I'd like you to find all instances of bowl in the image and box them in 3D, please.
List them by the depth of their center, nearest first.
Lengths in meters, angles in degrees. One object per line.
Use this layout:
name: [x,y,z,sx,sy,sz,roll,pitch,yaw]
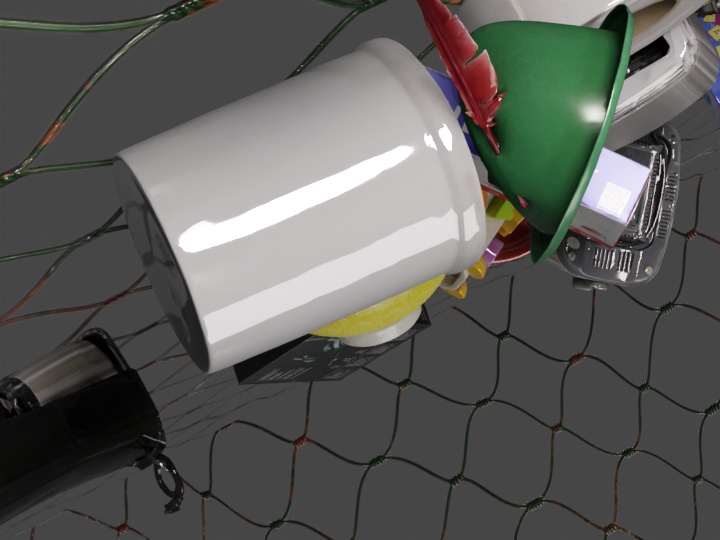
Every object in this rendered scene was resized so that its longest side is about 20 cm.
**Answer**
bowl: [0.000,0.000,1.245,0.199,0.108,0.200,-16,-152,9]

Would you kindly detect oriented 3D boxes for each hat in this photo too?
hat: [0.064,-0.121,0.918,0.166,0.175,0.200,-78,-174,-57]

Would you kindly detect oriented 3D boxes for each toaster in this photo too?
toaster: [0.217,-0.174,1.222,0.200,0.114,0.129,-29,170,18]
toaster: [0.245,-0.080,1.448,0.113,0.201,0.129,10,179,-6]

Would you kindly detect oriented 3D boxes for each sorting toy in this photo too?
sorting toy: [0.127,-0.077,1.437,0.180,0.107,0.200,-46,177,-13]

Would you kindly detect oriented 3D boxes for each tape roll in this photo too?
tape roll: [0.169,-0.198,1.051,0.202,0.071,0.202,-27,173,-4]

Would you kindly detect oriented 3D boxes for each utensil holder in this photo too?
utensil holder: [-0.044,-0.043,0.967,0.199,0.170,0.170,-23,171,-16]

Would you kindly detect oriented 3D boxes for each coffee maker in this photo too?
coffee maker: [-0.294,0.170,1.365,0.200,0.192,0.135,-25,144,-39]

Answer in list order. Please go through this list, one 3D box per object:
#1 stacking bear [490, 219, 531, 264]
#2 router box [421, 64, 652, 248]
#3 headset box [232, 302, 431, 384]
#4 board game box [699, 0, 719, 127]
stacking bear: [0.133,-0.056,1.737,0.113,0.122,0.200,-30,180,-6]
router box: [0.132,-0.089,1.192,0.049,0.200,0.179,-64,172,-2]
headset box: [-0.048,0.063,1.764,0.200,0.093,0.174,1,152,-47]
board game box: [0.429,-0.209,1.413,0.199,0.200,0.041,-29,172,0]
